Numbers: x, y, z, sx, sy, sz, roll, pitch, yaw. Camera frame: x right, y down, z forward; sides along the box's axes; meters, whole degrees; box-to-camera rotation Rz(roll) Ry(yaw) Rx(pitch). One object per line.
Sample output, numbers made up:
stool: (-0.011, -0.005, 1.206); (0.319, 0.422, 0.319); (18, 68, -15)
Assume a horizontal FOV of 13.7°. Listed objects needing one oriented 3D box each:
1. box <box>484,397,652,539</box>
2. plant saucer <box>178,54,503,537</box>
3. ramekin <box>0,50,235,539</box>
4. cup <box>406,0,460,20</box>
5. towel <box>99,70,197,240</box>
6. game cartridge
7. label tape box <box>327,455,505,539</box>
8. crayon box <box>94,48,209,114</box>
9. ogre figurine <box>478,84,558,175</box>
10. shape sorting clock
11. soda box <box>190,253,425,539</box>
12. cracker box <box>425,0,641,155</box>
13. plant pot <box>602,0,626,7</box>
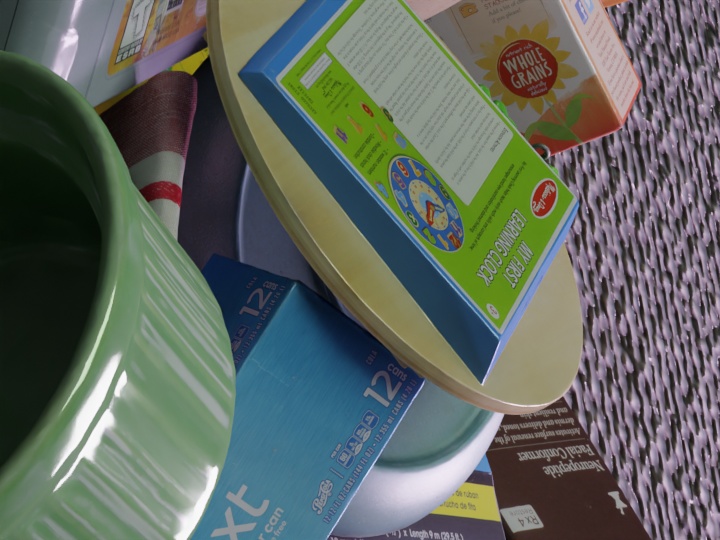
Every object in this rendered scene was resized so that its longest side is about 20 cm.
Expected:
box: (0.075, 0.135, 1.287); (0.100, 0.075, 0.200); (-3, 57, -52)
plant saucer: (0.000, 0.000, 1.135); (0.200, 0.027, 0.200); (14, 71, -44)
ramekin: (-0.136, 0.039, 0.927); (0.098, 0.200, 0.200); (49, 34, -48)
cup: (0.010, -0.184, 1.229); (0.200, 0.143, 0.200); (12, 43, -11)
towel: (-0.108, 0.042, 1.022); (0.023, 0.144, 0.200); (27, 49, -32)
game cartridge: (-0.068, -0.130, 1.033); (0.041, 0.133, 0.200); (28, 25, 11)
label tape box: (0.004, 0.141, 1.181); (0.143, 0.066, 0.200); (12, 60, -56)
crayon box: (-0.102, -0.084, 1.207); (0.127, 0.051, 0.200); (63, 29, -13)
ogre figurine: (-0.004, -0.020, 1.269); (0.098, 0.120, 0.200); (63, 29, -11)
shape sorting clock: (0.013, -0.035, 1.079); (0.200, 0.039, 0.200); (38, 29, -25)
soda box: (-0.067, 0.097, 1.024); (0.068, 0.064, 0.200); (38, 79, -30)
cracker box: (0.024, -0.137, 1.372); (0.200, 0.134, 0.058); (62, 25, -17)
plant pot: (0.074, -0.202, 1.446); (0.200, 0.200, 0.140); (62, 37, -16)
